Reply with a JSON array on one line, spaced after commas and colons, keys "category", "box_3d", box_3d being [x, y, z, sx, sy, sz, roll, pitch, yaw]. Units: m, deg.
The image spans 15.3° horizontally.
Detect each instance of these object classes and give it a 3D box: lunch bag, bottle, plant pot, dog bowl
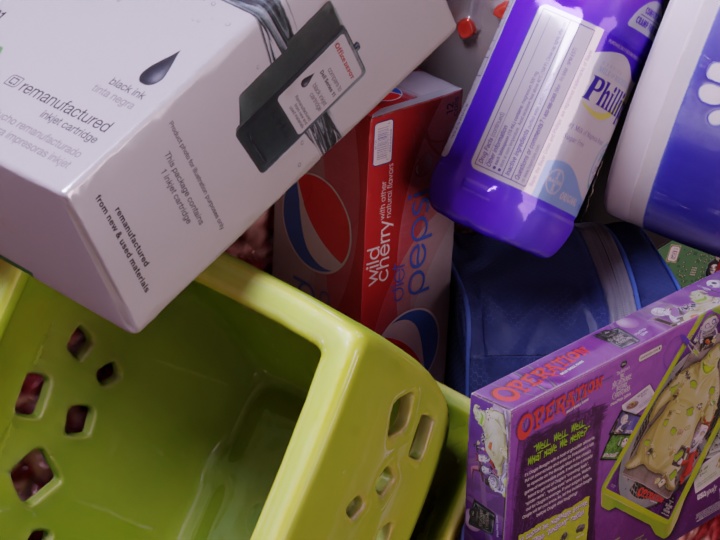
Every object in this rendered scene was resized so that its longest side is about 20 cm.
[{"category": "lunch bag", "box_3d": [0.103, 0.080, 1.365, 0.131, 0.136, 0.201, -1, 117, -7]}, {"category": "bottle", "box_3d": [0.100, -0.107, 1.242, 0.201, 0.065, 0.083, -66, 159, 2]}, {"category": "plant pot", "box_3d": [-0.063, 0.099, 1.197, 0.181, 0.199, 0.200, 23, 91, -55]}, {"category": "dog bowl", "box_3d": [0.192, -0.107, 1.315, 0.200, 0.078, 0.201, 23, 90, -81]}]

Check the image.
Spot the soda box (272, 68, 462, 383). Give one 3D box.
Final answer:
[{"category": "soda box", "box_3d": [0.000, 0.000, 1.301, 0.063, 0.070, 0.201, -20, 123, -39]}]

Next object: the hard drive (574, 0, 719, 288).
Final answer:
[{"category": "hard drive", "box_3d": [0.158, -0.052, 1.465, 0.139, 0.038, 0.201, 5, 106, -47]}]

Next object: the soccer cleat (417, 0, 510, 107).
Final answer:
[{"category": "soccer cleat", "box_3d": [0.059, -0.153, 1.289, 0.078, 0.069, 0.201, -61, 162, -56]}]

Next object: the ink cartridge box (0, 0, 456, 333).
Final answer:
[{"category": "ink cartridge box", "box_3d": [-0.081, -0.088, 1.113, 0.200, 0.146, 0.083, -44, 135, -22]}]

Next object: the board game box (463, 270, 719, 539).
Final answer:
[{"category": "board game box", "box_3d": [0.121, 0.082, 1.244, 0.199, 0.032, 0.121, -22, 128, -43]}]
